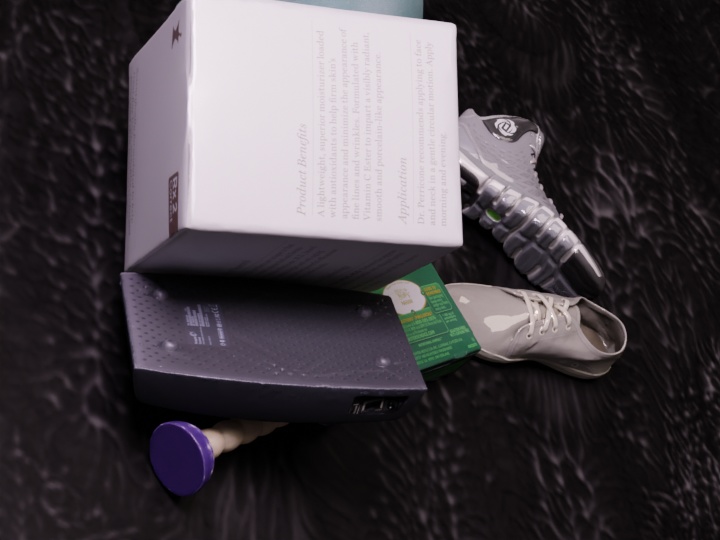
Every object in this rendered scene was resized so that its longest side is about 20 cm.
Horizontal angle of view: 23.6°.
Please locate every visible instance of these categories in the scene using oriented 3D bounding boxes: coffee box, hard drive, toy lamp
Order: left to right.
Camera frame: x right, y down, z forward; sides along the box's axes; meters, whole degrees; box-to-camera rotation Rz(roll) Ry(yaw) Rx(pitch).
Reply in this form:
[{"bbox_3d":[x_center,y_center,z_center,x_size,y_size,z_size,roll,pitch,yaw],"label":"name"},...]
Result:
[{"bbox_3d":[-0.065,0.054,1.183,0.199,0.042,0.135,5,29,-16],"label":"hard drive"},{"bbox_3d":[-0.060,0.099,1.205,0.200,0.058,0.058,-21,73,-50],"label":"toy lamp"},{"bbox_3d":[0.000,0.000,1.354,0.123,0.044,0.200,-16,70,-48],"label":"coffee box"}]

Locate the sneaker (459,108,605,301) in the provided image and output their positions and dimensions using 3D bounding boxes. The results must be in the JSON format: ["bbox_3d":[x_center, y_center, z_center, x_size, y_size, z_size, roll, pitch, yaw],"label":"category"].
[{"bbox_3d":[0.155,-0.071,1.516,0.200,0.075,0.116,42,53,-6],"label":"sneaker"}]

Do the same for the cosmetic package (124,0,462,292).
[{"bbox_3d":[-0.051,-0.083,1.211,0.199,0.165,0.166,5,77,-21],"label":"cosmetic package"}]

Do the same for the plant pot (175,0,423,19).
[{"bbox_3d":[-0.031,-0.188,1.391,0.200,0.200,0.135,-45,118,-51],"label":"plant pot"}]

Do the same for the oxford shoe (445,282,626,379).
[{"bbox_3d":[0.145,0.043,1.443,0.199,0.058,0.075,15,51,-32],"label":"oxford shoe"}]
